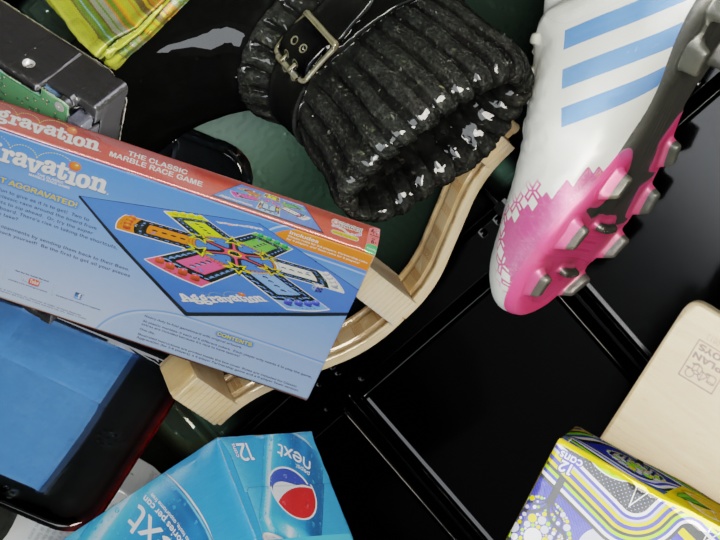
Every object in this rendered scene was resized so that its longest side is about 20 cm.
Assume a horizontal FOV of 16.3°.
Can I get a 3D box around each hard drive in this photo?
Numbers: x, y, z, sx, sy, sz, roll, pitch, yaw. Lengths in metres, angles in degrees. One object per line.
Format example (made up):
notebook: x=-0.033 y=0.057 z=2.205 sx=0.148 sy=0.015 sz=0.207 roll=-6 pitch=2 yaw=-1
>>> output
hard drive: x=-0.201 y=-0.080 z=1.153 sx=0.200 sy=0.038 sz=0.140 roll=33 pitch=138 yaw=16

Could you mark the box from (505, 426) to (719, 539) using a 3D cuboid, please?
box: x=0.160 y=0.144 z=1.066 sx=0.200 sy=0.064 sz=0.070 roll=28 pitch=97 yaw=9

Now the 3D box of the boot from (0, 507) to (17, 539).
boot: x=-0.265 y=0.080 z=1.260 sx=0.200 sy=0.069 sz=0.174 roll=-28 pitch=75 yaw=37

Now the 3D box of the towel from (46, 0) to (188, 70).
towel: x=-0.065 y=-0.185 z=1.114 sx=0.200 sy=0.018 sz=0.086 roll=-45 pitch=59 yaw=5

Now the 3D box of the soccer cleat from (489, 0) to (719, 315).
soccer cleat: x=0.103 y=-0.076 z=1.119 sx=0.086 sy=0.070 sz=0.200 roll=41 pitch=113 yaw=23

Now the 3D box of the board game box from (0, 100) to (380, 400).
board game box: x=-0.101 y=-0.011 z=1.103 sx=0.200 sy=0.019 sz=0.103 roll=19 pitch=136 yaw=-6

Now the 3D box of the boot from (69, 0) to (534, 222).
boot: x=-0.040 y=-0.073 z=1.126 sx=0.211 sy=0.079 sz=0.158 roll=-42 pitch=70 yaw=19

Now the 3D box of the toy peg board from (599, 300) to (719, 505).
toy peg board: x=0.184 y=0.146 z=1.143 sx=0.200 sy=0.098 sz=0.199 roll=33 pitch=97 yaw=8

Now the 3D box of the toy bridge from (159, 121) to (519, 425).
toy bridge: x=0.000 y=0.000 z=1.170 sx=0.200 sy=0.027 sz=0.067 roll=-43 pitch=132 yaw=10

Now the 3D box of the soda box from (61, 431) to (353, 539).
soda box: x=-0.099 y=0.146 z=1.171 sx=0.200 sy=0.068 sz=0.064 roll=-35 pitch=68 yaw=34

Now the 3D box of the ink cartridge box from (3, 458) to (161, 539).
ink cartridge box: x=-0.124 y=0.182 z=1.285 sx=0.200 sy=0.057 sz=0.163 roll=29 pitch=113 yaw=-6

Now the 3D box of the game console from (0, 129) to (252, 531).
game console: x=-0.176 y=0.000 z=1.205 sx=0.200 sy=0.119 sz=0.172 roll=21 pitch=111 yaw=13
